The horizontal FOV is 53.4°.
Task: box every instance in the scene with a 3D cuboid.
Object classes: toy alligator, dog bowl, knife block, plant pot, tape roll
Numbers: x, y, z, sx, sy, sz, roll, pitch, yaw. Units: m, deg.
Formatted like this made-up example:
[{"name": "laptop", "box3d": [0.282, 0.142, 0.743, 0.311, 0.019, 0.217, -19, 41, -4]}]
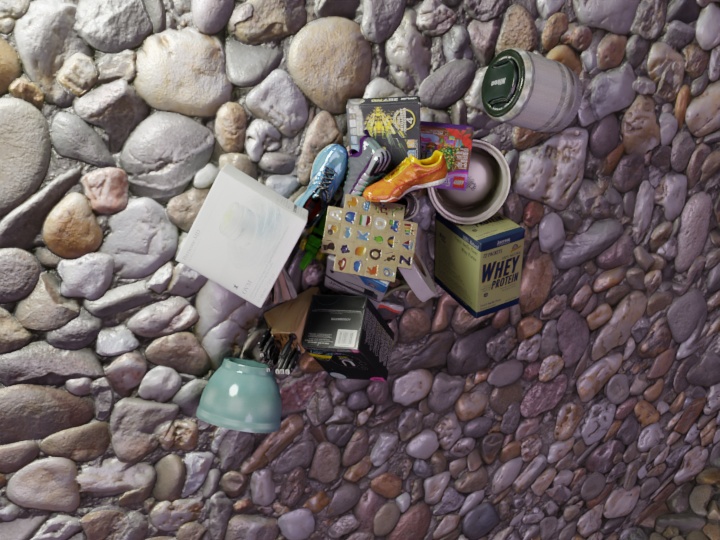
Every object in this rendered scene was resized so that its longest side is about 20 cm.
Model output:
[{"name": "toy alligator", "box3d": [-0.083, -0.092, 1.611, 0.204, 0.058, 0.054, -64, 169, 3]}, {"name": "dog bowl", "box3d": [0.249, -0.216, 1.673, 0.194, 0.074, 0.206, 1, 112, 2]}, {"name": "knife block", "box3d": [-0.144, 0.143, 1.620, 0.196, 0.176, 0.065, -28, 128, -13]}, {"name": "plant pot", "box3d": [-0.265, 0.276, 1.628, 0.196, 0.198, 0.138, 12, 89, -33]}, {"name": "tape roll", "box3d": [0.113, -0.023, 1.661, 0.036, 0.205, 0.204, -29, 129, 11]}]

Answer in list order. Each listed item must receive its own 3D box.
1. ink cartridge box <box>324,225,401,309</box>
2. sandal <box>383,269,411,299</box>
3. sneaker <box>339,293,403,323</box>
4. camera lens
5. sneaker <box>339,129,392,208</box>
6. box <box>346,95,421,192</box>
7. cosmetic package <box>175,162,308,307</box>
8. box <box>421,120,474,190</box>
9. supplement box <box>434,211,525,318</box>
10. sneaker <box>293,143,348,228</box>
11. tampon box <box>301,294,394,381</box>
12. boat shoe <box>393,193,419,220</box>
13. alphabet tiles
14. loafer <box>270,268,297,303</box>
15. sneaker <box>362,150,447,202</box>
[{"name": "ink cartridge box", "box3d": [0.000, 0.000, 1.581, 0.142, 0.201, 0.086, 25, 72, 3]}, {"name": "sandal", "box3d": [0.072, 0.017, 1.737, 0.197, 0.080, 0.058, -15, 141, -33]}, {"name": "sneaker", "box3d": [0.020, 0.092, 1.754, 0.196, 0.077, 0.083, 20, 112, -35]}, {"name": "camera lens", "box3d": [0.386, -0.408, 1.635, 0.195, 0.160, 0.164, 6, 113, -31]}, {"name": "sneaker", "box3d": [-0.003, -0.206, 1.541, 0.073, 0.088, 0.201, -17, 154, -42]}, {"name": "box", "box3d": [0.054, -0.270, 1.549, 0.156, 0.050, 0.205, 1, 120, 7]}, {"name": "cosmetic package", "box3d": [-0.235, -0.072, 1.442, 0.197, 0.123, 0.203, 29, 101, -9]}, {"name": "box", "box3d": [0.148, -0.259, 1.596, 0.194, 0.039, 0.141, 6, 117, 3]}, {"name": "supplement box", "box3d": [0.287, -0.033, 1.756, 0.131, 0.200, 0.205, -16, 122, -22]}, {"name": "sneaker", "box3d": [-0.078, -0.172, 1.530, 0.077, 0.090, 0.204, 24, 99, -21]}, {"name": "tampon box", "box3d": [-0.025, 0.160, 1.660, 0.201, 0.146, 0.129, 54, 43, -54]}, {"name": "boat shoe", "box3d": [0.033, -0.118, 1.589, 0.197, 0.073, 0.060, -25, 169, 20]}, {"name": "alphabet tiles", "box3d": [0.019, -0.069, 1.492, 0.194, 0.006, 0.171, 10, 74, -5]}, {"name": "loafer", "box3d": [-0.197, -0.005, 1.581, 0.062, 0.072, 0.203, -25, 129, -6]}, {"name": "sneaker", "box3d": [0.090, -0.200, 1.508, 0.196, 0.073, 0.079, -24, 121, -14]}]
